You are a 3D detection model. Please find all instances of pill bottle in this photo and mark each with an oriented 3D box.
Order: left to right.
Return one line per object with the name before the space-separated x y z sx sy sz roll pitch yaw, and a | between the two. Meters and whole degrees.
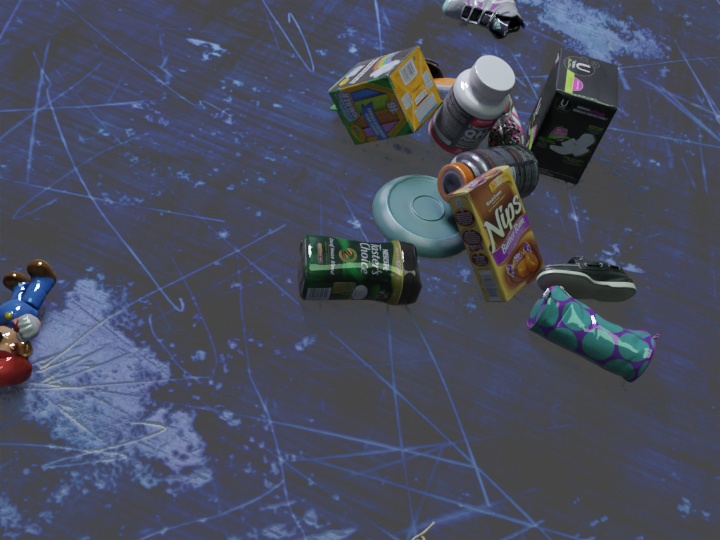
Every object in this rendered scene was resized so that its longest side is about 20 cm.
pill bottle | 0.214 -0.314 1.496 0.109 0.200 0.112 8 61 -15
pill bottle | 0.230 -0.170 1.430 0.199 0.107 0.106 -15 55 -41

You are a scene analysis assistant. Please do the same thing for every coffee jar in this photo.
coffee jar | 0.000 0.000 1.274 0.198 0.086 0.105 4 51 -12

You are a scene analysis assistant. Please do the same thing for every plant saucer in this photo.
plant saucer | 0.121 -0.108 1.431 0.198 0.028 0.202 7 50 -8

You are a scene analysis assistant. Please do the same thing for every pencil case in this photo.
pencil case | 0.380 0.101 1.287 0.199 0.085 0.093 29 79 9

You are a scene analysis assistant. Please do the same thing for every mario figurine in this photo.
mario figurine | -0.490 0.068 1.077 0.105 0.124 0.201 15 44 -18

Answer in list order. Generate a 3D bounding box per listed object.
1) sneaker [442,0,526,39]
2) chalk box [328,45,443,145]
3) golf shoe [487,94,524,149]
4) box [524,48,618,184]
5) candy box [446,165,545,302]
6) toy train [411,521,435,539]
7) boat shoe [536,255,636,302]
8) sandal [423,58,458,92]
sneaker | 0.301 -0.594 1.837 0.198 0.078 0.141 -10 54 -20
chalk box | 0.032 -0.329 1.500 0.199 0.125 0.125 -3 36 44
golf shoe | 0.298 -0.279 1.581 0.072 0.092 0.202 -15 68 27
box | 0.413 -0.304 1.548 0.123 0.201 0.149 17 50 0
candy box | 0.232 -0.061 1.326 0.116 0.056 0.202 -32 105 -33
toy train | 0.057 0.414 0.961 0.199 0.085 0.116 -28 73 -31
boat shoe | 0.390 0.007 1.368 0.197 0.075 0.067 5 55 -16
sandal | 0.145 -0.405 1.605 0.205 0.060 0.079 14 28 38
